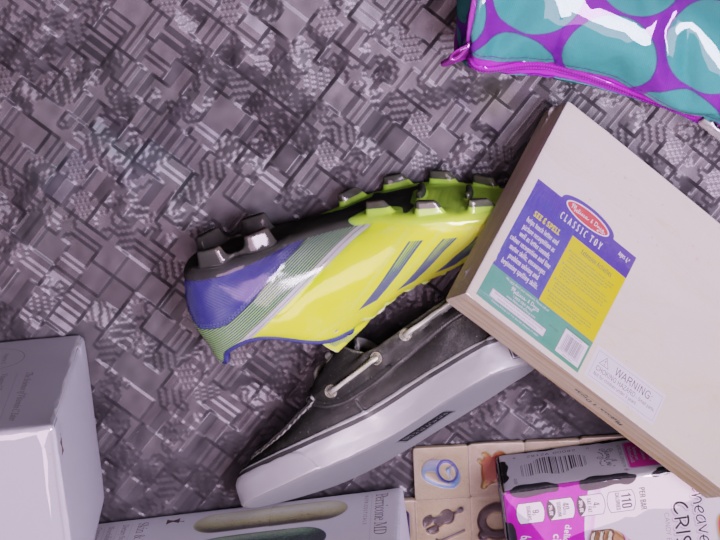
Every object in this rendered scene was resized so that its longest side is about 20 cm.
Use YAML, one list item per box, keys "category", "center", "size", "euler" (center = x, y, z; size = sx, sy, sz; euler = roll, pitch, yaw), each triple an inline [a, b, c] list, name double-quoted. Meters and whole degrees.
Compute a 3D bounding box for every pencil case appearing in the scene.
- category: "pencil case"
  center: [0.149, -0.126, 1.284]
  size: [0.199, 0.085, 0.093]
  euler: [17, 79, -5]

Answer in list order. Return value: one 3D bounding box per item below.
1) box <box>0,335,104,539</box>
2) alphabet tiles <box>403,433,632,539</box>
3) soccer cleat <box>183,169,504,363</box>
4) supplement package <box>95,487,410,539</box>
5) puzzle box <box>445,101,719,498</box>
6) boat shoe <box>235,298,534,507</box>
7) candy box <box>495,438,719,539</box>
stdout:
- category: "box"
  center: [-0.253, 0.118, 1.322]
  size: [0.198, 0.152, 0.107]
  euler: [-5, 107, 1]
- category: "alphabet tiles"
  center: [0.100, 0.180, 1.424]
  size: [0.198, 0.006, 0.168]
  euler: [-3, 107, 0]
- category: "soccer cleat"
  center: [0.000, 0.000, 1.333]
  size: [0.199, 0.065, 0.084]
  euler: [-14, 109, 3]
- category: "supplement package"
  center: [-0.064, 0.232, 1.359]
  size: [0.198, 0.152, 0.152]
  euler: [-7, 108, 4]
- category: "puzzle box"
  center: [0.154, 0.017, 1.314]
  size: [0.200, 0.025, 0.134]
  euler: [37, 67, -17]
- category: "boat shoe"
  center: [0.008, 0.072, 1.362]
  size: [0.199, 0.071, 0.064]
  euler: [-30, 73, 17]
- category: "candy box"
  center: [0.186, 0.168, 1.385]
  size: [0.198, 0.061, 0.137]
  euler: [-9, 108, 1]
